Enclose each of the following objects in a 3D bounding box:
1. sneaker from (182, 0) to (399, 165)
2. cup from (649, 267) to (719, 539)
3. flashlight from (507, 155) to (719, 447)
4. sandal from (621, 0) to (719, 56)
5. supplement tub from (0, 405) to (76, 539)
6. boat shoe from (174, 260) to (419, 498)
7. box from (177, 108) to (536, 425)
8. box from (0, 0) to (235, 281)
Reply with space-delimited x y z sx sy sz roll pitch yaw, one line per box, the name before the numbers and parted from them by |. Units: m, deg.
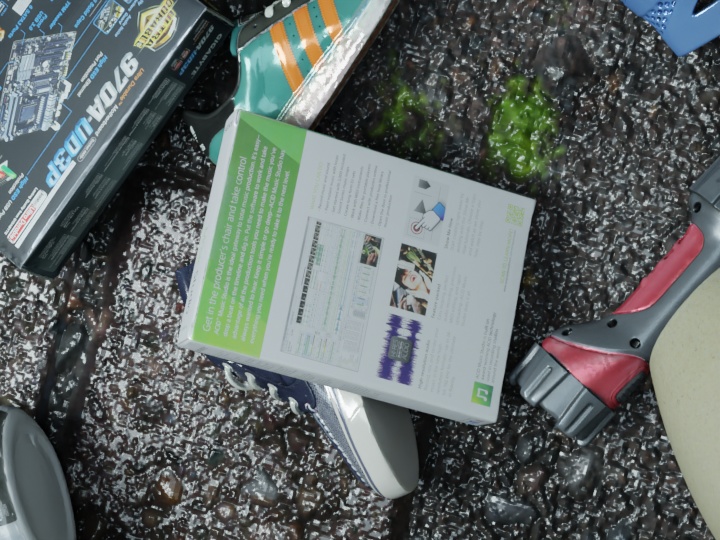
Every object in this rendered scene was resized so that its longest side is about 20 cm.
sneaker | -0.036 -0.148 1.199 0.080 0.071 0.201 35 97 0
cup | 0.252 0.070 1.126 0.200 0.200 0.143 -48 66 6
flashlight | 0.178 0.013 1.186 0.068 0.068 0.200 39 93 -21
sandal | 0.198 -0.170 1.169 0.198 0.079 0.088 8 96 8
supplement tub | -0.289 0.168 1.217 0.199 0.123 0.123 -17 90 8
boat shoe | -0.040 0.060 1.216 0.092 0.075 0.201 -25 88 22
box | 0.000 0.000 1.165 0.199 0.036 0.145 17 75 -17
box | -0.197 -0.121 1.212 0.159 0.046 0.201 38 96 22
